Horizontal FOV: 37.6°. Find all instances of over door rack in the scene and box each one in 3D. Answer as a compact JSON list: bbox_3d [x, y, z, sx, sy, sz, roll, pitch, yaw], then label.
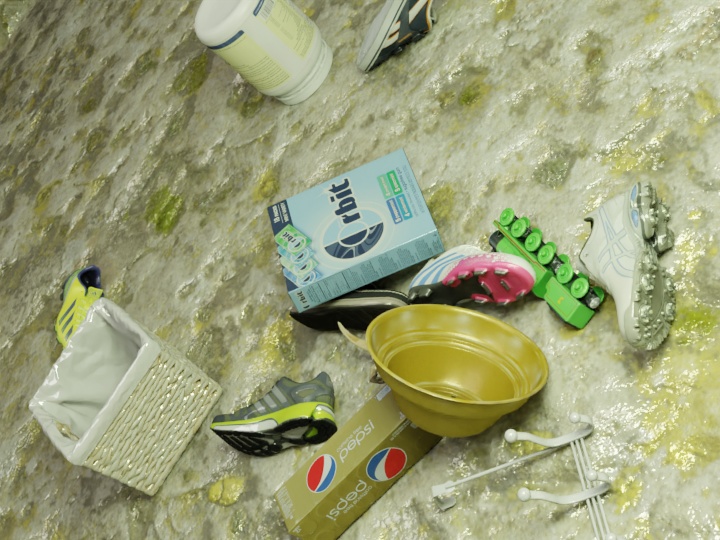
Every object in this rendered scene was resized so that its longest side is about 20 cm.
[{"bbox_3d":[0.152,0.241,1.039,0.199,0.066,0.149,-33,42,25],"label":"over door rack"}]

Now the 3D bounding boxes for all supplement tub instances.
[{"bbox_3d":[-0.154,-0.376,1.714,0.144,0.200,0.146,-26,46,30],"label":"supplement tub"}]

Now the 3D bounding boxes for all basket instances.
[{"bbox_3d":[-0.336,0.179,1.516,0.198,0.160,0.201,28,84,52],"label":"basket"}]

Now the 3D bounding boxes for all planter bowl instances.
[{"bbox_3d":[0.097,0.120,1.140,0.201,0.198,0.084,48,135,51],"label":"planter bowl"}]

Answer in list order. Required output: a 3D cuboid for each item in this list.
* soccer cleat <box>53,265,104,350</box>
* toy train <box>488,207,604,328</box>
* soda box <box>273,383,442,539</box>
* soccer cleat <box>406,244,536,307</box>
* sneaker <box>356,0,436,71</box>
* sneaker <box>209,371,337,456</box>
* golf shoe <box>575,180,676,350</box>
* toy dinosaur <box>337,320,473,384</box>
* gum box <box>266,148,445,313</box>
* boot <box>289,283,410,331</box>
[{"bbox_3d":[-0.478,0.069,1.825,0.083,0.065,0.201,-34,41,19],"label":"soccer cleat"},{"bbox_3d":[0.204,-0.004,1.196,0.057,0.041,0.200,-56,37,14],"label":"toy train"},{"bbox_3d":[-0.004,0.224,1.212,0.200,0.068,0.064,-45,39,11],"label":"soda box"},{"bbox_3d":[0.130,-0.002,1.227,0.199,0.070,0.087,-16,37,51],"label":"soccer cleat"},{"bbox_3d":[0.064,-0.371,1.595,0.201,0.079,0.079,-55,23,41],"label":"sneaker"},{"bbox_3d":[-0.108,0.184,1.359,0.198,0.074,0.082,-14,46,30],"label":"sneaker"},{"bbox_3d":[0.270,0.004,1.092,0.096,0.078,0.202,-19,40,34],"label":"golf shoe"},{"bbox_3d":[0.051,0.104,1.272,0.198,0.058,0.102,-6,42,34],"label":"toy dinosaur"},{"bbox_3d":[-0.010,-0.053,1.347,0.198,0.045,0.171,-23,44,3],"label":"gum box"},{"bbox_3d":[0.000,0.000,1.379,0.199,0.073,0.152,-9,56,49],"label":"boot"}]
